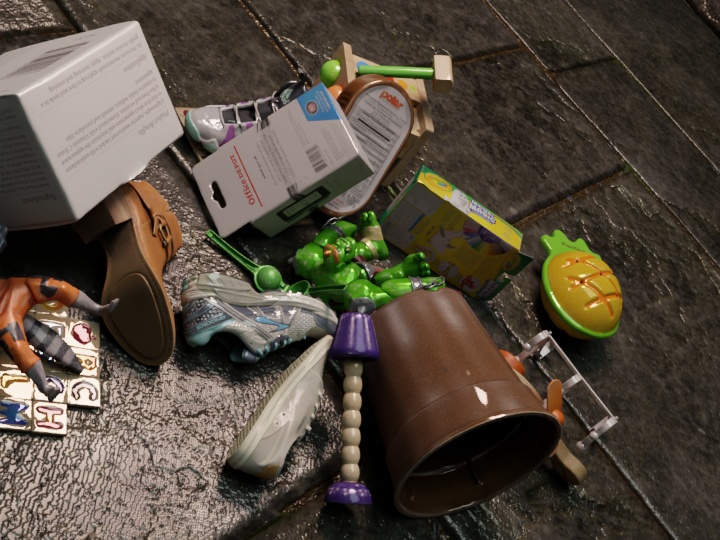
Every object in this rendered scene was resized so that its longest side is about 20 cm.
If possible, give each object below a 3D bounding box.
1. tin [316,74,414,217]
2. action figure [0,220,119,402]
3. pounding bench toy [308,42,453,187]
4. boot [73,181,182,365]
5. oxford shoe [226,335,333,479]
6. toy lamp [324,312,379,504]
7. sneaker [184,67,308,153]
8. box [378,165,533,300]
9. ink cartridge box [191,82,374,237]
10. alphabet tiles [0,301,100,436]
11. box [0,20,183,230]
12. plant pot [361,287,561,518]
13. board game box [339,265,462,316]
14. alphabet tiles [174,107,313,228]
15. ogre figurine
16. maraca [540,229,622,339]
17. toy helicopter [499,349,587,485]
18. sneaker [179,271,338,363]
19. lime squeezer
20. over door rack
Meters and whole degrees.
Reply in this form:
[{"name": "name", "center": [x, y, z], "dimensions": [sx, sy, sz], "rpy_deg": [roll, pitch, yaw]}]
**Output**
[{"name": "tin", "center": [-0.004, -0.163, 1.249], "dimensions": [0.112, 0.201, 0.042], "rpy_deg": [30, 3, -38]}, {"name": "action figure", "center": [-0.353, 0.054, 0.868], "dimensions": [0.192, 0.105, 0.201], "rpy_deg": [29, 68, -4]}, {"name": "pounding bench toy", "center": [0.019, -0.248, 1.334], "dimensions": [0.155, 0.200, 0.125], "rpy_deg": [17, 45, -27]}, {"name": "boot", "center": [-0.229, -0.008, 1.024], "dimensions": [0.155, 0.073, 0.202], "rpy_deg": [-46, 118, -76]}, {"name": "oxford shoe", "center": [-0.073, 0.147, 1.008], "dimensions": [0.058, 0.075, 0.200], "rpy_deg": [39, 44, -6]}, {"name": "toy lamp", "center": [-0.010, 0.147, 1.011], "dimensions": [0.058, 0.058, 0.202], "rpy_deg": [11, 76, -31]}, {"name": "sneaker", "center": [-0.119, -0.212, 1.226], "dimensions": [0.199, 0.140, 0.078], "rpy_deg": [4, 52, -37]}, {"name": "box", "center": [0.134, -0.046, 1.310], "dimensions": [0.199, 0.117, 0.049], "rpy_deg": [35, 41, -9]}, {"name": "ink cartridge box", "center": [-0.098, -0.125, 1.172], "dimensions": [0.117, 0.199, 0.068], "rpy_deg": [63, 10, 22]}, {"name": "alphabet tiles", "center": [-0.347, 0.077, 0.901], "dimensions": [0.199, 0.006, 0.167], "rpy_deg": [13, 47, -30]}, {"name": "box", "center": [-0.322, -0.141, 0.942], "dimensions": [0.199, 0.198, 0.132], "rpy_deg": [-55, 133, -51]}, {"name": "plant pot", "center": [0.092, 0.140, 1.065], "dimensions": [0.199, 0.201, 0.199], "rpy_deg": [4, 45, -36]}, {"name": "board game box", "center": [0.059, 0.049, 1.241], "dimensions": [0.199, 0.019, 0.104], "rpy_deg": [16, 45, -28]}, {"name": "alphabet tiles", "center": [-0.142, -0.140, 1.259], "dimensions": [0.166, 0.008, 0.201], "rpy_deg": [-6, 59, -42]}, {"name": "ogre figurine", "center": [0.000, 0.000, 1.147], "dimensions": [0.119, 0.098, 0.200], "rpy_deg": [-25, 61, -33]}, {"name": "maraca", "center": [0.328, 0.020, 1.414], "dimensions": [0.136, 0.107, 0.201], "rpy_deg": [21, 44, -22]}, {"name": "toy helicopter", "center": [0.227, 0.193, 1.177], "dimensions": [0.079, 0.132, 0.200], "rpy_deg": [-44, 105, -21]}, {"name": "sneaker", "center": [-0.114, 0.067, 1.061], "dimensions": [0.199, 0.077, 0.087], "rpy_deg": [14, 68, -30]}, {"name": "lime squeezer", "center": [-0.099, 0.011, 1.119], "dimensions": [0.199, 0.071, 0.038], "rpy_deg": [23, 74, 23]}, {"name": "over door rack", "center": [0.270, 0.160, 1.238], "dimensions": [0.148, 0.066, 0.200], "rpy_deg": [55, 6, 15]}]
